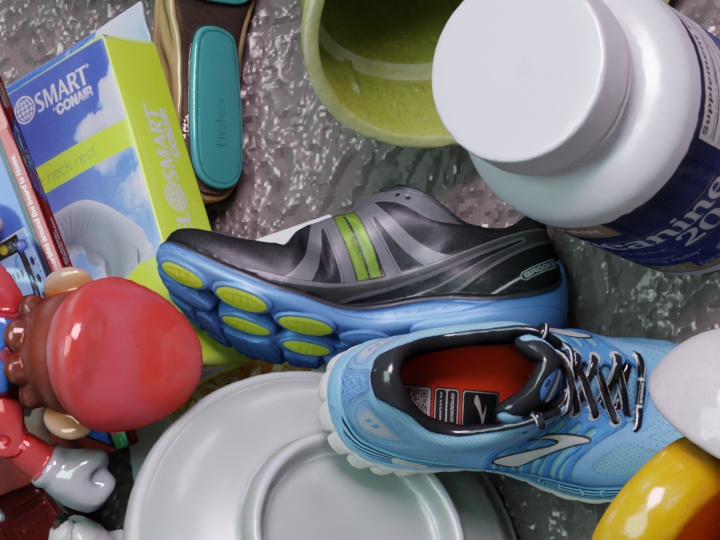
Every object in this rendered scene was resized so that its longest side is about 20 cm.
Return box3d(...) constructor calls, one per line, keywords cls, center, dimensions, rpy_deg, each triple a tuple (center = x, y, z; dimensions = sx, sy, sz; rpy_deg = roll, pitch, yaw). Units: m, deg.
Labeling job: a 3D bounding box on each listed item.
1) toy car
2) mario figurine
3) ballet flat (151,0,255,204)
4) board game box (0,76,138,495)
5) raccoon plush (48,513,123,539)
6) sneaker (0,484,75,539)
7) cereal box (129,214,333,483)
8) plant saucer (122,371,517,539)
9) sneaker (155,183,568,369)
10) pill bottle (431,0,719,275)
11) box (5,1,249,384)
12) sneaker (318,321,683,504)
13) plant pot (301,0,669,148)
box3d(cls="toy car", center=(0.181, 0.118, 1.140), dimensions=(0.150, 0.200, 0.176), rpy_deg=(33, 114, 22))
box3d(cls="mario figurine", center=(-0.165, 0.042, 1.298), dimensions=(0.199, 0.124, 0.106), rpy_deg=(2, 39, 21))
box3d(cls="ballet flat", center=(-0.092, -0.133, 1.417), dimensions=(0.063, 0.068, 0.201), rpy_deg=(-3, 78, 43))
box3d(cls="board game box", center=(-0.192, 0.009, 1.336), dimensions=(0.103, 0.019, 0.201), rpy_deg=(-22, 89, 13))
box3d(cls="raccoon plush", center=(-0.096, 0.208, 1.304), dimensions=(0.134, 0.097, 0.201), rpy_deg=(-18, 86, 35))
box3d(cls="sneaker", center=(-0.184, 0.088, 1.423), dimensions=(0.078, 0.116, 0.200), rpy_deg=(-28, 102, 29))
box3d(cls="cereal box", center=(-0.050, 0.087, 1.362), dimensions=(0.143, 0.039, 0.201), rpy_deg=(-18, 72, 28))
box3d(cls="plant saucer", center=(-0.008, 0.131, 1.247), dimensions=(0.050, 0.199, 0.201), rpy_deg=(-51, 52, 57))
box3d(cls="sneaker", center=(0.000, 0.000, 1.305), dimensions=(0.198, 0.071, 0.083), rpy_deg=(2, 63, -5))
box3d(cls="pill bottle", center=(0.113, -0.067, 1.207), dimensions=(0.110, 0.200, 0.112), rpy_deg=(-6, 77, 29))
box3d(cls="box", center=(-0.138, -0.025, 1.380), dimensions=(0.122, 0.048, 0.201), rpy_deg=(-27, 72, 32))
box3d(cls="sneaker", center=(0.085, 0.062, 1.223), dimensions=(0.199, 0.090, 0.079), rpy_deg=(0, 77, -14))
box3d(cls="plant pot", center=(0.032, -0.194, 1.301), dimensions=(0.200, 0.200, 0.185), rpy_deg=(-41, 52, 17))
